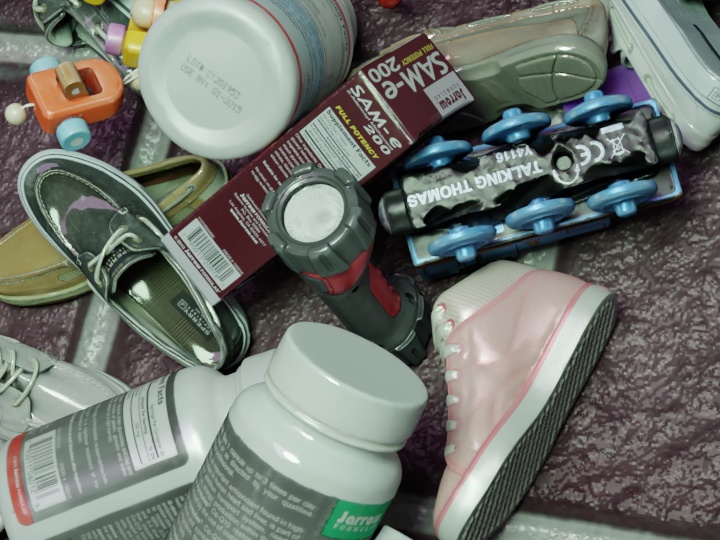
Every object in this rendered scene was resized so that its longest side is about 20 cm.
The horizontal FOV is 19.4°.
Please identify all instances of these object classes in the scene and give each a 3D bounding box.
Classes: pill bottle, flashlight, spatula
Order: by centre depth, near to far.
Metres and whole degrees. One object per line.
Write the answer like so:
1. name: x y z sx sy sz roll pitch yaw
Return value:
1. pill bottle: -0.045 0.139 1.278 0.113 0.113 0.200 36 110 28
2. flashlight: 0.000 0.000 1.350 0.068 0.200 0.068 -22 63 11
3. pill bottle: -0.128 0.131 1.391 0.200 0.116 0.116 -22 63 10
4. pill bottle: -0.068 -0.149 1.432 0.109 0.200 0.109 4 107 14
5. spatula: 0.110 -0.083 1.446 0.200 0.021 0.057 -27 57 9

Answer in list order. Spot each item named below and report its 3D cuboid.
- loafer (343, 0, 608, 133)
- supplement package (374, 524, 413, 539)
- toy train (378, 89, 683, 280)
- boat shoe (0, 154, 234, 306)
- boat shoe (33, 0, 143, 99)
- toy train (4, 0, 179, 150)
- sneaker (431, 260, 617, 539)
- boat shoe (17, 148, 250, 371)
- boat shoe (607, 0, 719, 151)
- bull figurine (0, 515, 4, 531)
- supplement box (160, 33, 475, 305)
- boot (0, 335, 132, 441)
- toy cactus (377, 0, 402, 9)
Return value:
1. loafer: 0.080 -0.142 1.452 0.200 0.072 0.063 -8 52 30
2. supplement package: 0.067 0.276 1.265 0.200 0.111 0.156 29 81 27
3. toy train: 0.111 -0.056 1.373 0.200 0.114 0.087 -16 79 5
4. boat shoe: -0.188 -0.038 1.503 0.200 0.076 0.072 -24 63 9
5. boat shoe: -0.211 -0.200 1.571 0.200 0.072 0.071 37 81 26
6. toy train: -0.191 -0.185 1.476 0.150 0.056 0.200 -13 61 -18
7. sneaker: 0.076 0.080 1.361 0.105 0.075 0.200 24 71 22
8. boat shoe: -0.153 -0.009 1.432 0.200 0.071 0.072 41 98 -2
9. boat shoe: 0.193 -0.165 1.422 0.067 0.073 0.200 -56 40 35
10. bull figurine: -0.313 0.178 1.468 0.200 0.065 0.121 -42 58 -3
11. supplement box: -0.028 -0.066 1.392 0.200 0.109 0.061 -37 91 31
12. boot: -0.252 0.079 1.467 0.200 0.096 0.074 10 73 23
13. toy cactus: 0.030 -0.296 1.508 0.165 0.102 0.200 36 83 12
